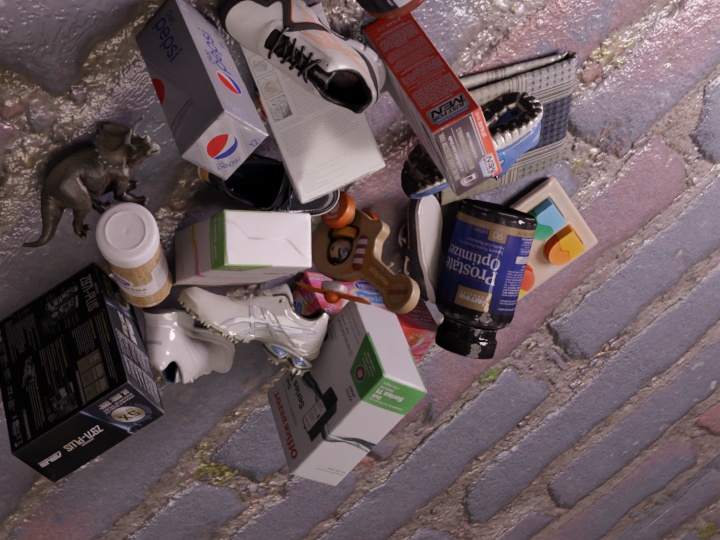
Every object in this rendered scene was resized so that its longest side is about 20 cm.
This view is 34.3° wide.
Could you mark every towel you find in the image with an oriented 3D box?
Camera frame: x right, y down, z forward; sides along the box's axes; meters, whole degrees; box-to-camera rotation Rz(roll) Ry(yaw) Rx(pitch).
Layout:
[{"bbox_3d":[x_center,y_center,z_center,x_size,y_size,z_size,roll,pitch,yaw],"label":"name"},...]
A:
[{"bbox_3d":[0.183,-0.185,1.517,0.198,0.035,0.194,-20,142,-14],"label":"towel"}]

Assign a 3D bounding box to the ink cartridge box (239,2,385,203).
[{"bbox_3d":[-0.058,-0.191,1.333,0.108,0.050,0.202,-24,107,-5],"label":"ink cartridge box"}]

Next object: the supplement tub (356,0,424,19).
[{"bbox_3d":[-0.004,-0.350,1.171,0.107,0.108,0.200,-38,140,12],"label":"supplement tub"}]

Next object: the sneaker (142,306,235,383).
[{"bbox_3d":[-0.228,0.109,1.514,0.074,0.088,0.200,1,164,25],"label":"sneaker"}]

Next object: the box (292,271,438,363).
[{"bbox_3d":[-0.003,0.077,1.629,0.198,0.096,0.100,8,130,-34],"label":"box"}]

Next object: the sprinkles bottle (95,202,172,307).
[{"bbox_3d":[-0.259,-0.014,1.350,0.067,0.069,0.200,-20,166,-9],"label":"sprinkles bottle"}]

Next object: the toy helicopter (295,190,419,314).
[{"bbox_3d":[0.000,0.000,1.469,0.133,0.200,0.079,-53,137,3],"label":"toy helicopter"}]

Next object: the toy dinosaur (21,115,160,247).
[{"bbox_3d":[-0.304,-0.101,1.306,0.198,0.077,0.103,-27,129,7],"label":"toy dinosaur"}]

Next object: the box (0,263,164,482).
[{"bbox_3d":[-0.343,0.121,1.400,0.163,0.201,0.086,-32,139,4],"label":"box"}]

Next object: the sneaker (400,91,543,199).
[{"bbox_3d":[0.144,-0.138,1.454,0.198,0.079,0.090,-27,141,-3],"label":"sneaker"}]

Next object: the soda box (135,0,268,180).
[{"bbox_3d":[-0.164,-0.187,1.178,0.068,0.201,0.063,-43,138,20],"label":"soda box"}]

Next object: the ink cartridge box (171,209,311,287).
[{"bbox_3d":[-0.154,-0.023,1.418,0.116,0.068,0.199,1,171,-30],"label":"ink cartridge box"}]

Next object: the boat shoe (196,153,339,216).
[{"bbox_3d":[-0.103,-0.101,1.403,0.198,0.062,0.075,15,106,-39],"label":"boat shoe"}]

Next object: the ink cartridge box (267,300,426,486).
[{"bbox_3d":[-0.023,0.160,1.516,0.083,0.147,0.200,22,120,-37],"label":"ink cartridge box"}]

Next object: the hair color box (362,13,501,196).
[{"bbox_3d":[0.079,-0.193,1.311,0.063,0.201,0.111,-28,141,1],"label":"hair color box"}]

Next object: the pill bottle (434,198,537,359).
[{"bbox_3d":[0.165,0.012,1.587,0.111,0.112,0.203,7,101,-34],"label":"pill bottle"}]

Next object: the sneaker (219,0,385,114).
[{"bbox_3d":[-0.059,-0.235,1.245,0.198,0.080,0.074,25,121,-14],"label":"sneaker"}]

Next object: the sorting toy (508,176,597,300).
[{"bbox_3d":[0.244,-0.029,1.705,0.184,0.037,0.200,-36,140,9],"label":"sorting toy"}]

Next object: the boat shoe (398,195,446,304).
[{"bbox_3d":[0.080,-0.032,1.590,0.074,0.060,0.201,-61,152,-29],"label":"boat shoe"}]

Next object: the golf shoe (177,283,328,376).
[{"bbox_3d":[-0.133,0.050,1.479,0.198,0.078,0.098,26,98,-21],"label":"golf shoe"}]
